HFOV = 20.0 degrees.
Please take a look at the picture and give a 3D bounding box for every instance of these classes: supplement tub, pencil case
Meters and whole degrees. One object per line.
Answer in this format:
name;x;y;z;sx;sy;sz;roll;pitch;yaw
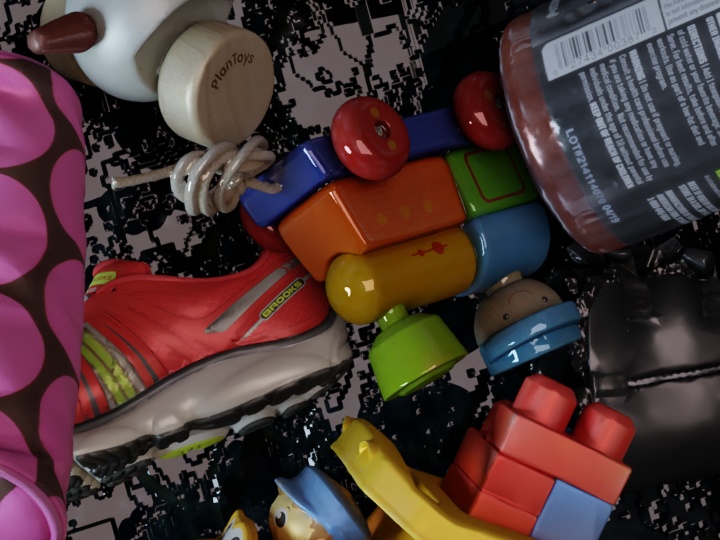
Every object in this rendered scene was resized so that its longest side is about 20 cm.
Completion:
supplement tub;0.162;-0.088;0.808;0.199;0.107;0.108;-22;95;20
pencil case;-0.153;0.014;0.766;0.093;0.090;0.201;27;44;-39

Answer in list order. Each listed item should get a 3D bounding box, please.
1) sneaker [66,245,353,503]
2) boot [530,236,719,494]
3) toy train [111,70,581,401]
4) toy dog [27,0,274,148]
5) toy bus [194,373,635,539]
sneaker;-0.104;0.040;0.840;0.198;0.077;0.086;-18;73;-15
boot;0.162;0.079;0.895;0.161;0.073;0.200;-4;84;-16
toy train;0.000;0.000;0.802;0.199;0.085;0.116;-16;77;-43
toy dog;-0.082;-0.148;0.797;0.096;0.131;0.202;-1;89;-57
toy bus;0.021;0.124;0.812;0.198;0.136;0.193;22;94;-11
